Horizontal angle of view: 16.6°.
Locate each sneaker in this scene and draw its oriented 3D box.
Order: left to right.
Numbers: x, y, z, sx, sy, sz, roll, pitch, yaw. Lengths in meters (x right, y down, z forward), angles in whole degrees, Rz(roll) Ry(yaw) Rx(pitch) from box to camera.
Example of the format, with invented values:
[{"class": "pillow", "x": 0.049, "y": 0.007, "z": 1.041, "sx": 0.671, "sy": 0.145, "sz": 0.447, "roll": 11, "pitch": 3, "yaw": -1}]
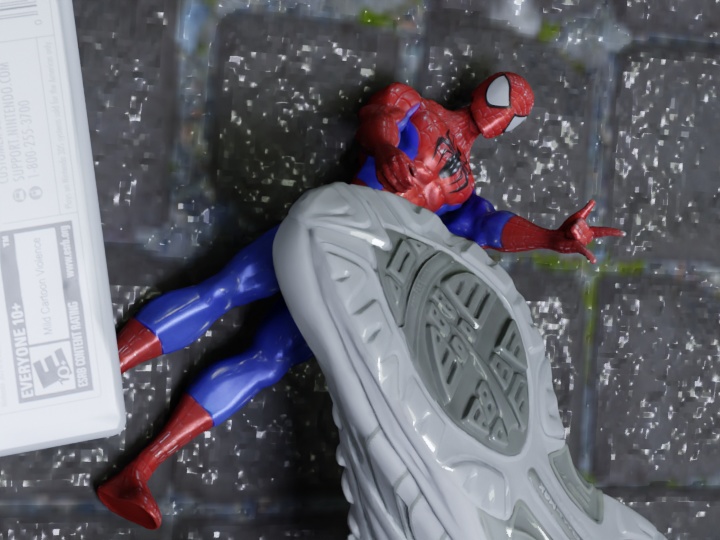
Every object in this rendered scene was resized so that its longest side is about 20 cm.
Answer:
[{"class": "sneaker", "x": 0.020, "y": 0.070, "z": 0.747, "sx": 0.201, "sy": 0.099, "sz": 0.078, "roll": 59, "pitch": 40, "yaw": -8}]

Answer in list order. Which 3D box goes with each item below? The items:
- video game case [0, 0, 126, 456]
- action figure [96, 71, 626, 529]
[{"class": "video game case", "x": -0.167, "y": -0.036, "z": 0.699, "sx": 0.181, "sy": 0.024, "sz": 0.202, "roll": -9, "pitch": 99, "yaw": -17}, {"class": "action figure", "x": 0.000, "y": 0.000, "z": 0.785, "sx": 0.200, "sy": 0.099, "sz": 0.065, "roll": -44, "pitch": 115, "yaw": -24}]
